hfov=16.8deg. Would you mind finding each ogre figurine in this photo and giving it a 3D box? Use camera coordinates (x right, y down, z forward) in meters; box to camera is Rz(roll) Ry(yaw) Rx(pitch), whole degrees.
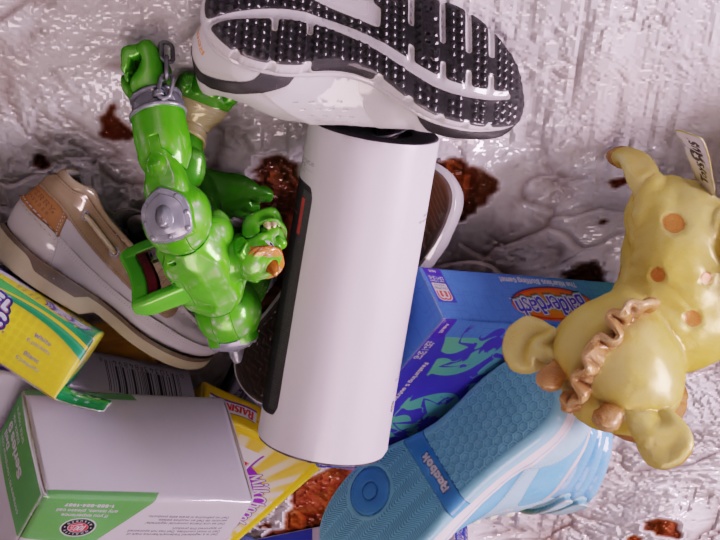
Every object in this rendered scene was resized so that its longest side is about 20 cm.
[{"bbox_3d":[-0.093,-0.029,1.435,0.097,0.121,0.201,-1,142,-4],"label":"ogre figurine"}]

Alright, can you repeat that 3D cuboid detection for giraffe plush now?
[{"bbox_3d":[0.183,0.038,1.454,0.172,0.163,0.200,21,158,49],"label":"giraffe plush"}]

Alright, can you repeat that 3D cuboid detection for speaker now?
[{"bbox_3d":[-0.007,0.009,1.443,0.081,0.081,0.202,7,105,-11],"label":"speaker"}]

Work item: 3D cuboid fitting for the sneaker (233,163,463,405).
[{"bbox_3d":[0.000,0.000,1.537,0.200,0.073,0.085,-46,168,26],"label":"sneaker"}]

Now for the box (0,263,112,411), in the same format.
[{"bbox_3d":[-0.225,0.016,1.434,0.199,0.117,0.049,36,88,-3],"label":"box"}]

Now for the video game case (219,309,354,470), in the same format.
[{"bbox_3d":[0.004,0.091,1.671,0.198,0.019,0.143,10,139,-16],"label":"video game case"}]

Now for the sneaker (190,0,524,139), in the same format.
[{"bbox_3d":[-0.003,-0.116,1.387,0.199,0.074,0.080,15,153,-14],"label":"sneaker"}]

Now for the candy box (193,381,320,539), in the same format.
[{"bbox_3d":[-0.115,0.151,1.658,0.102,0.027,0.200,23,136,-24],"label":"candy box"}]

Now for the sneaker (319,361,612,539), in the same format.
[{"bbox_3d":[0.078,0.143,1.556,0.199,0.080,0.130,-36,147,18],"label":"sneaker"}]

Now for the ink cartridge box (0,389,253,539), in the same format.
[{"bbox_3d":[-0.177,0.170,1.555,0.145,0.084,0.200,4,139,-30],"label":"ink cartridge box"}]

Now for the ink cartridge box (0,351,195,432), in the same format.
[{"bbox_3d":[-0.237,0.121,1.574,0.195,0.043,0.200,12,132,-33],"label":"ink cartridge box"}]

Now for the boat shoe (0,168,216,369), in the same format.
[{"bbox_3d":[-0.139,0.001,1.501,0.069,0.075,0.200,-52,143,5],"label":"boat shoe"}]

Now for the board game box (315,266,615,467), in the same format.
[{"bbox_3d":[0.079,0.066,1.561,0.199,0.045,0.152,3,138,-40],"label":"board game box"}]

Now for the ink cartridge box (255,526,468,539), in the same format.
[{"bbox_3d":[-0.018,0.236,1.787,0.198,0.095,0.044,-12,140,12],"label":"ink cartridge box"}]

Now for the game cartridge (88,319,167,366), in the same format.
[{"bbox_3d":[-0.208,0.108,1.655,0.198,0.033,0.177,-11,137,13],"label":"game cartridge"}]

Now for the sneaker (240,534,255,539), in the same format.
[{"bbox_3d":[-0.171,0.217,1.770,0.198,0.076,0.088,-10,140,7],"label":"sneaker"}]
